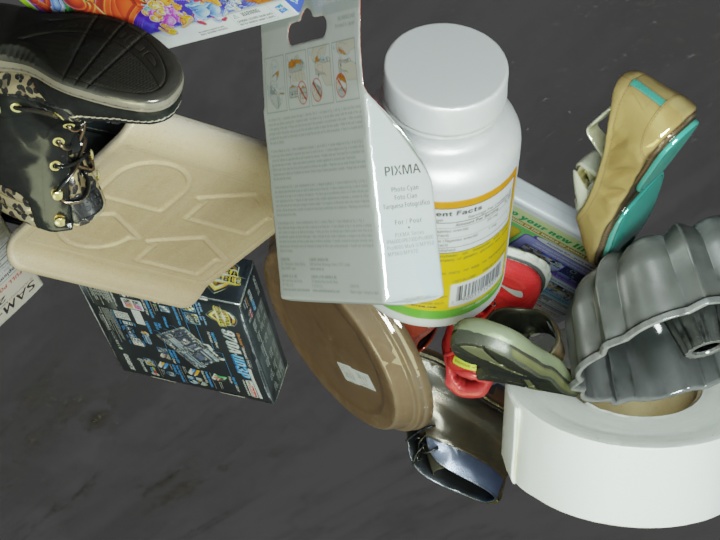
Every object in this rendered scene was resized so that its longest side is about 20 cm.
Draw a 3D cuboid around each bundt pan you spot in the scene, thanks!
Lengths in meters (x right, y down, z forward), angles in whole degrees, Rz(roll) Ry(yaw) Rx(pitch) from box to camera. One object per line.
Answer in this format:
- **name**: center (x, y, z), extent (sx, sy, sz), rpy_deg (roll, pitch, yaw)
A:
- **bundt pan**: center (0.234, 0.022, 1.306), extent (0.200, 0.077, 0.202), rpy_deg (-13, 159, -5)

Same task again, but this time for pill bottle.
- **pill bottle**: center (0.052, -0.065, 1.258), extent (0.110, 0.112, 0.201), rpy_deg (13, 139, 9)

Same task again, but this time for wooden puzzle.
- **wooden puzzle**: center (-0.151, -0.053, 1.430), extent (0.184, 0.047, 0.200), rpy_deg (14, 140, -37)

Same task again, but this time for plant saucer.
- **plant saucer**: center (-0.015, 0.050, 1.481), extent (0.200, 0.029, 0.201), rpy_deg (45, 157, 25)

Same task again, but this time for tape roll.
- **tape roll**: center (0.207, 0.116, 1.424), extent (0.200, 0.203, 0.072), rpy_deg (9, 117, 17)

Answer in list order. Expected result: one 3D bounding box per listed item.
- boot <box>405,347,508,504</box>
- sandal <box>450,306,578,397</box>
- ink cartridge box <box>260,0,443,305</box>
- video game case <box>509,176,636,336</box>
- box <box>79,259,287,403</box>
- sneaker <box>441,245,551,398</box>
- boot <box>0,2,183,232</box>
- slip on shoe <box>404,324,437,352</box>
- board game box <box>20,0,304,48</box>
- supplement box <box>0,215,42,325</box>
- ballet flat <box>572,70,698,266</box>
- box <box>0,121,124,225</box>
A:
- **boot**: center (0.061, 0.133, 1.667), extent (0.198, 0.098, 0.075), rpy_deg (24, 153, -12)
- **sandal**: center (0.117, 0.052, 1.325), extent (0.079, 0.058, 0.201), rpy_deg (10, 170, 15)
- **ink cartridge box**: center (-0.010, -0.080, 1.204), extent (0.047, 0.203, 0.160), rpy_deg (-5, -177, -26)
- **video game case**: center (0.099, -0.022, 1.432), extent (0.199, 0.022, 0.182), rpy_deg (27, 153, -15)
- **box**: center (-0.160, 0.045, 1.678), extent (0.157, 0.046, 0.201), rpy_deg (11, 153, 14)
- **sneaker**: center (0.100, 0.043, 1.433), extent (0.076, 0.086, 0.201), rpy_deg (14, 154, 7)
- **boot**: center (-0.200, -0.098, 1.271), extent (0.198, 0.073, 0.152), rpy_deg (12, 136, 21)
- **slip on shoe**: center (0.032, 0.048, 1.535), extent (0.061, 0.075, 0.200), rpy_deg (15, 162, -2)
- **board game box**: center (-0.146, -0.206, 1.207), extent (0.199, 0.045, 0.134), rpy_deg (-7, 144, 41)
- **supplement box**: center (-0.361, -0.052, 1.536), extent (0.125, 0.074, 0.201), rpy_deg (30, 155, 35)
- **ballet flat**: center (0.179, -0.072, 1.260), extent (0.063, 0.069, 0.201), rpy_deg (43, 154, 13)
- **box**: center (-0.241, -0.091, 1.487), extent (0.157, 0.046, 0.201), rpy_deg (14, 154, 8)
